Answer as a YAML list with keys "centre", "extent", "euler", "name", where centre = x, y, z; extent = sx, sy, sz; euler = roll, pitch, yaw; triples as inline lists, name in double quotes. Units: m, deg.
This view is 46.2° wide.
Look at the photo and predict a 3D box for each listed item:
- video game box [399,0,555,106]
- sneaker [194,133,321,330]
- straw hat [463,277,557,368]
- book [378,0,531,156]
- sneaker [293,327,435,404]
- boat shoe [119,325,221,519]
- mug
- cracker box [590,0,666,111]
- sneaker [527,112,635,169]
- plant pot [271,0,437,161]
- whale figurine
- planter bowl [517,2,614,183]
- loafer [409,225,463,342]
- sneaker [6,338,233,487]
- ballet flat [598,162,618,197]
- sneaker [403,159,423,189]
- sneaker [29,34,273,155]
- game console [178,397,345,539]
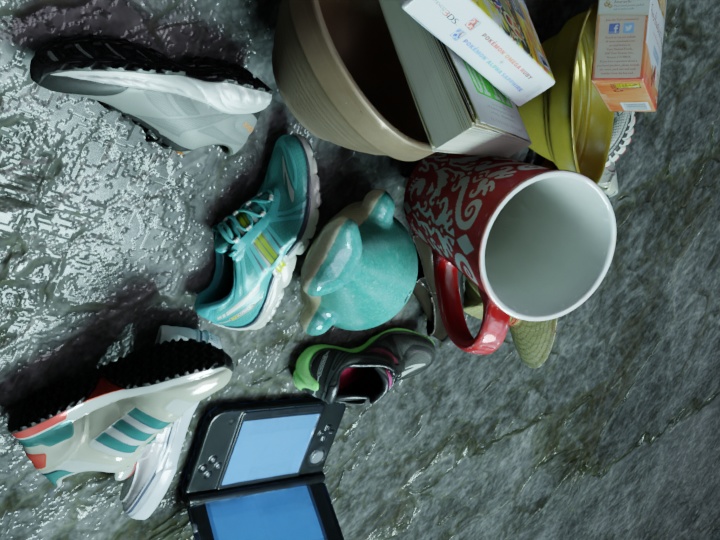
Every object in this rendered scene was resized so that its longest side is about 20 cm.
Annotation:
- centre: [0.079, -0.261, 0.711]
  extent: [0.047, 0.201, 0.182]
  euler: [-30, 149, 31]
  name: "video game box"
- centre: [-0.095, -0.033, 0.789]
  extent: [0.079, 0.077, 0.201]
  euler: [12, 108, -35]
  name: "sneaker"
- centre: [0.164, 0.022, 1.019]
  extent: [0.085, 0.201, 0.202]
  euler: [0, 121, -8]
  name: "straw hat"
- centre: [0.077, -0.199, 0.742]
  extent: [0.048, 0.201, 0.133]
  euler: [-28, 168, 31]
  name: "book"
- centre: [0.016, 0.122, 0.985]
  extent: [0.199, 0.084, 0.077]
  euler: [-10, 124, -39]
  name: "sneaker"
- centre: [-0.203, 0.143, 0.819]
  extent: [0.067, 0.074, 0.201]
  euler: [21, 94, -24]
  name: "boat shoe"
- centre: [0.111, -0.034, 0.801]
  extent: [0.178, 0.200, 0.133]
  euler: [-44, 117, -2]
  name: "mug"
- centre: [0.294, -0.284, 0.909]
  extent: [0.134, 0.057, 0.201]
  euler: [8, 87, -65]
  name: "cracker box"
- centre: [0.263, -0.150, 1.037]
  extent: [0.200, 0.078, 0.082]
  euler: [-53, 138, -1]
  name: "sneaker"
- centre: [-0.010, -0.176, 0.721]
  extent: [0.092, 0.202, 0.201]
  euler: [-23, 151, 31]
  name: "plant pot"
- centre: [0.000, 0.000, 0.822]
  extent: [0.159, 0.104, 0.200]
  euler: [-60, 173, 0]
  name: "whale figurine"
- centre: [0.222, -0.191, 0.943]
  extent: [0.200, 0.083, 0.201]
  euler: [-16, 108, -60]
  name: "planter bowl"
- centre: [0.085, 0.004, 0.994]
  extent: [0.071, 0.073, 0.201]
  euler: [-1, 131, 2]
  name: "loafer"
- centre: [-0.203, 0.132, 0.756]
  extent: [0.199, 0.070, 0.094]
  euler: [-19, 117, -6]
  name: "sneaker"
- centre: [0.296, -0.099, 1.109]
  extent: [0.068, 0.068, 0.201]
  euler: [11, 109, -48]
  name: "ballet flat"
- centre: [0.147, -0.117, 0.939]
  extent: [0.199, 0.071, 0.100]
  euler: [8, 111, -33]
  name: "sneaker"
- centre: [-0.159, -0.131, 0.662]
  extent: [0.200, 0.074, 0.080]
  euler: [3, 119, -44]
  name: "sneaker"
- centre: [-0.087, 0.247, 0.949]
  extent: [0.200, 0.118, 0.171]
  euler: [3, 115, -45]
  name: "game console"
